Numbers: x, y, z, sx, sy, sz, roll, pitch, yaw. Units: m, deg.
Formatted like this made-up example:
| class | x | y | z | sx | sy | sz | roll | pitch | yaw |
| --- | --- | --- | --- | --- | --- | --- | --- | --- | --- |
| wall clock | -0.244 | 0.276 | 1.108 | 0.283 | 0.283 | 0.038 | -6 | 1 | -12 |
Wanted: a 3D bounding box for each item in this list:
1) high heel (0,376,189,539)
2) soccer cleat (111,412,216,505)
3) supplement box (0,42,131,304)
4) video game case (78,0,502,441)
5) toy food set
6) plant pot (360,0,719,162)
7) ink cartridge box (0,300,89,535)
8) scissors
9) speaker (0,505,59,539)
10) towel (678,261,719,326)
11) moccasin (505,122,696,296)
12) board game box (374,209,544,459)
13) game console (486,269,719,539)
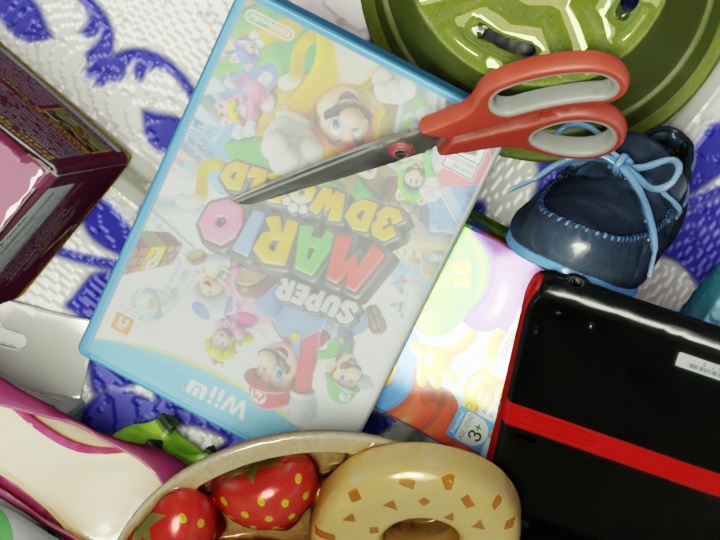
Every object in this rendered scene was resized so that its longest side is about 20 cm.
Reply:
| class | x | y | z | sx | sy | sz | roll | pitch | yaw |
| --- | --- | --- | --- | --- | --- | --- | --- | --- | --- |
| high heel | -0.141 | 0.102 | 1.244 | 0.200 | 0.096 | 0.067 | 39 | 94 | -3 |
| soccer cleat | -0.057 | 0.156 | 1.328 | 0.199 | 0.068 | 0.081 | 36 | 116 | 1 |
| supplement box | -0.206 | -0.055 | 1.252 | 0.131 | 0.200 | 0.103 | 41 | 96 | 2 |
| video game case | -0.033 | -0.016 | 1.215 | 0.142 | 0.018 | 0.201 | 27 | 108 | 2 |
| toy food set | -0.022 | 0.154 | 1.222 | 0.198 | 0.049 | 0.199 | -2 | 130 | -8 |
| plant pot | 0.087 | -0.149 | 1.222 | 0.198 | 0.190 | 0.202 | 0 | 94 | 6 |
| ink cartridge box | -0.215 | 0.114 | 1.330 | 0.114 | 0.068 | 0.201 | 13 | 95 | 2 |
| scissors | 0.027 | -0.064 | 1.156 | 0.199 | 0.073 | 0.014 | -7 | 59 | 15 |
| speaker | -0.148 | 0.185 | 1.269 | 0.088 | 0.089 | 0.200 | -44 | 133 | 7 |
| towel | 0.181 | 0.107 | 1.250 | 0.146 | 0.022 | 0.200 | 38 | 93 | 8 |
| moccasin | 0.117 | -0.039 | 1.221 | 0.080 | 0.200 | 0.069 | 26 | 105 | 6 |
| board game box | 0.000 | 0.000 | 1.284 | 0.199 | 0.103 | 0.105 | 28 | 97 | 3 |
| game console | 0.158 | 0.089 | 1.173 | 0.199 | 0.031 | 0.178 | 18 | 134 | 8 |
